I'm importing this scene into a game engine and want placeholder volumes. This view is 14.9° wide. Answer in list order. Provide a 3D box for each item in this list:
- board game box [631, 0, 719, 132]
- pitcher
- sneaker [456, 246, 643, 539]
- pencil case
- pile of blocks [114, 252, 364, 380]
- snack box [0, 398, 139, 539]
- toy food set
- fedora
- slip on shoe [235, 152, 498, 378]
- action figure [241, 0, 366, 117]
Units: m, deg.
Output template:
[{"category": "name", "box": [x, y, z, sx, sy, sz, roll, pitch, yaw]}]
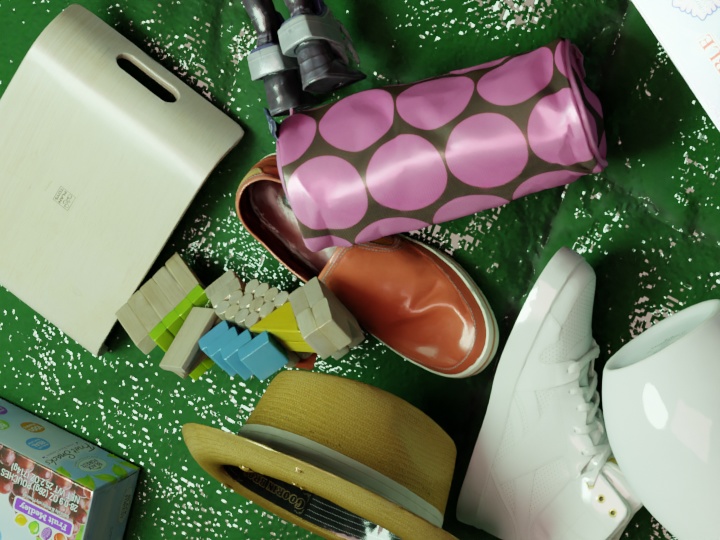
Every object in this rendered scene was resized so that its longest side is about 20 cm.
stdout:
[{"category": "board game box", "box": [0.280, -0.137, 1.550, 0.199, 0.041, 0.201, -36, 83, 29]}, {"category": "pitcher", "box": [0.245, 0.111, 1.589, 0.171, 0.121, 0.201, -29, 97, 26]}, {"category": "sneaker", "box": [0.137, 0.090, 1.669, 0.115, 0.074, 0.201, 26, 122, 19]}, {"category": "pencil case", "box": [0.047, -0.080, 1.648, 0.199, 0.094, 0.091, -13, 134, 14]}, {"category": "pile of blocks", "box": [-0.072, 0.047, 1.743, 0.199, 0.082, 0.062, 9, 150, 49]}, {"category": "snack box", "box": [-0.265, 0.177, 1.904, 0.199, 0.068, 0.170, 25, 112, 22]}, {"category": "toy food set", "box": [-0.181, -0.056, 1.818, 0.143, 0.060, 0.200, 37, 119, 6]}, {"category": "fedora", "box": [-0.008, 0.114, 1.675, 0.200, 0.201, 0.082, 18, 75, 24]}, {"category": "slip on shoe", "box": [0.000, 0.000, 1.724, 0.200, 0.061, 0.074, 39, 115, 14]}, {"category": "action figure", "box": [-0.063, -0.199, 1.711, 0.130, 0.069, 0.201, -22, 87, 38]}]
